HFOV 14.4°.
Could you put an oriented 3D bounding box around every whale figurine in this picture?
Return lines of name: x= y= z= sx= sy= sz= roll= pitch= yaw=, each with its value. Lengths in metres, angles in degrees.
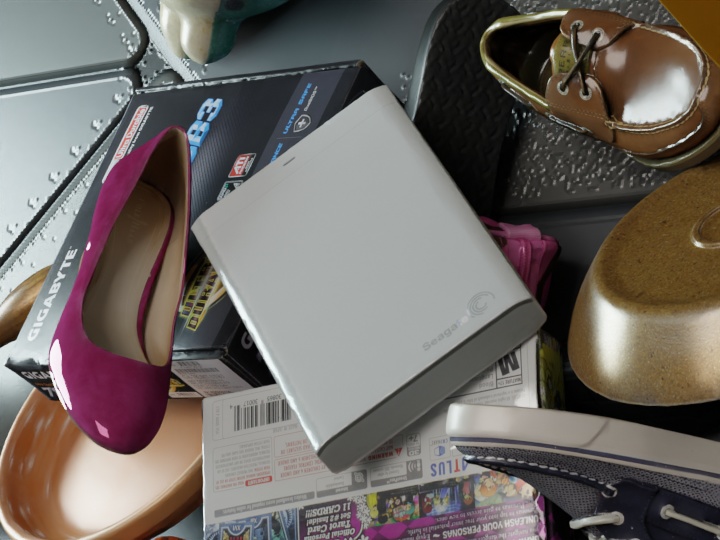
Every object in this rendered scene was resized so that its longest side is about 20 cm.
whale figurine: x=-0.072 y=-0.193 z=1.674 sx=0.200 sy=0.103 sz=0.160 roll=115 pitch=157 yaw=-67

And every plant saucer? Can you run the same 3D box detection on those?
plant saucer: x=0.184 y=-0.011 z=1.369 sx=0.199 sy=0.036 sz=0.201 roll=-23 pitch=25 yaw=11
plant saucer: x=-0.122 y=0.086 z=1.624 sx=0.199 sy=0.037 sz=0.201 roll=-29 pitch=35 yaw=23

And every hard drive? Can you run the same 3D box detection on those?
hard drive: x=0.000 y=0.000 z=1.465 sx=0.132 sy=0.026 sz=0.200 roll=-36 pitch=41 yaw=4

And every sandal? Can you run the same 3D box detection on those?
sandal: x=0.040 y=-0.054 z=1.569 sx=0.202 sy=0.075 sz=0.048 roll=-68 pitch=14 yaw=-4

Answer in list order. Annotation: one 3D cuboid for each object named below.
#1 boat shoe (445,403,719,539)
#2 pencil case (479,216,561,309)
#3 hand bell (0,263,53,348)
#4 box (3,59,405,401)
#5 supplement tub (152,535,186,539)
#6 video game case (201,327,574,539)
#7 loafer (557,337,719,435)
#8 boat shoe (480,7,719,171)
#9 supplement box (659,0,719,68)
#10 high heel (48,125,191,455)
boat shoe: x=0.131 y=0.121 z=1.347 sx=0.075 sy=0.199 sz=0.093 roll=166 pitch=115 yaw=-78
pencil case: x=0.055 y=0.069 z=1.490 sx=0.094 sy=0.090 sz=0.202 roll=150 pitch=130 yaw=-71
hand bell: x=-0.243 y=0.049 z=1.760 sx=0.199 sy=0.104 sz=0.104 roll=-36 pitch=53 yaw=10
box: x=-0.091 y=-0.021 z=1.623 sx=0.198 sy=0.050 sz=0.201 roll=-1 pitch=55 yaw=45
supplement tub: x=-0.152 y=0.241 z=1.572 sx=0.200 sy=0.122 sz=0.123 roll=-39 pitch=53 yaw=21
video game case: x=0.013 y=0.135 z=1.424 sx=0.199 sy=0.036 sz=0.183 roll=-14 pitch=67 yaw=26
loafer: x=0.174 y=0.033 z=1.423 sx=0.199 sy=0.073 sz=0.073 roll=-12 pitch=51 yaw=29
boat shoe: x=0.124 y=-0.097 z=1.459 sx=0.200 sy=0.068 sz=0.072 roll=10 pitch=81 yaw=64
supplement box: x=0.217 y=-0.209 z=1.354 sx=0.132 sy=0.197 sz=0.201 roll=-18 pitch=46 yaw=34
high heel: x=-0.115 y=0.009 z=1.509 sx=0.096 sy=0.067 sz=0.201 roll=-59 pitch=16 yaw=30
